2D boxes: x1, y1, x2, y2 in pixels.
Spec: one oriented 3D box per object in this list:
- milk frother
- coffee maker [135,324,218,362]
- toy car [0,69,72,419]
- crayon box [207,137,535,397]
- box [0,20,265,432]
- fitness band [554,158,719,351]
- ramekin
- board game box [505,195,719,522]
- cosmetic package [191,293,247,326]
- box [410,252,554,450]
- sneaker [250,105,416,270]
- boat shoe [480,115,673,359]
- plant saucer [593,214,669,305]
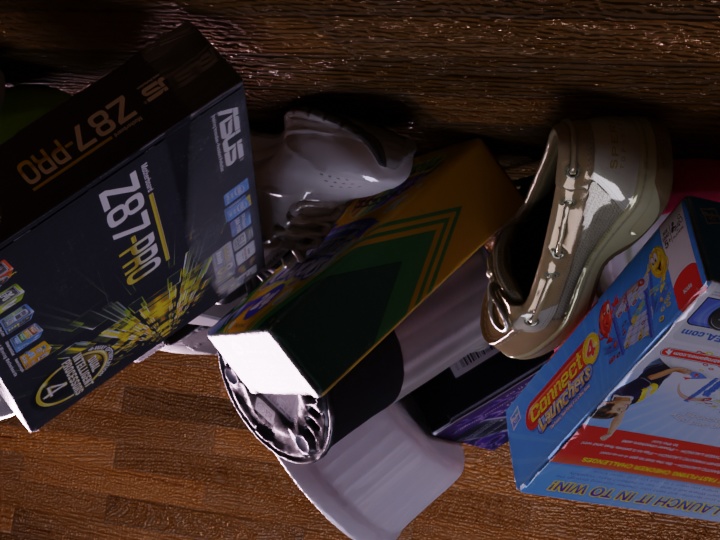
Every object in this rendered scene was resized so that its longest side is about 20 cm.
[{"bbox_3d":[0.000,0.000,1.022,0.188,0.181,0.200,-30,166,-37],"label":"milk frother"},{"bbox_3d":[-0.085,0.027,1.288,0.191,0.136,0.199,0,171,45],"label":"coffee maker"},{"bbox_3d":[-0.235,-0.026,0.828,0.175,0.200,0.150,42,174,-38],"label":"toy car"},{"bbox_3d":[0.012,-0.010,0.856,0.052,0.200,0.126,52,161,-11],"label":"crayon box"},{"bbox_3d":[-0.127,-0.013,0.717,0.049,0.161,0.200,46,162,18],"label":"box"},{"bbox_3d":[0.187,0.016,0.837,0.143,0.038,0.201,17,140,5],"label":"fitness band"},{"bbox_3d":[-0.002,0.121,1.202,0.098,0.201,0.200,-38,161,11],"label":"ramekin"},{"bbox_3d":[0.210,0.061,0.783,0.199,0.056,0.196,12,138,-21],"label":"board game box"},{"bbox_3d":[-0.154,-0.021,1.079,0.090,0.108,0.200,4,170,28],"label":"cosmetic package"},{"bbox_3d":[0.123,0.067,1.223,0.147,0.105,0.200,-33,160,12],"label":"box"},{"bbox_3d":[-0.034,-0.043,0.835,0.074,0.088,0.200,15,169,-29],"label":"sneaker"},{"bbox_3d":[0.097,-0.015,0.773,0.063,0.074,0.201,5,152,-15],"label":"boat shoe"},{"bbox_3d":[0.218,0.002,0.873,0.199,0.050,0.201,11,140,9],"label":"plant saucer"}]
